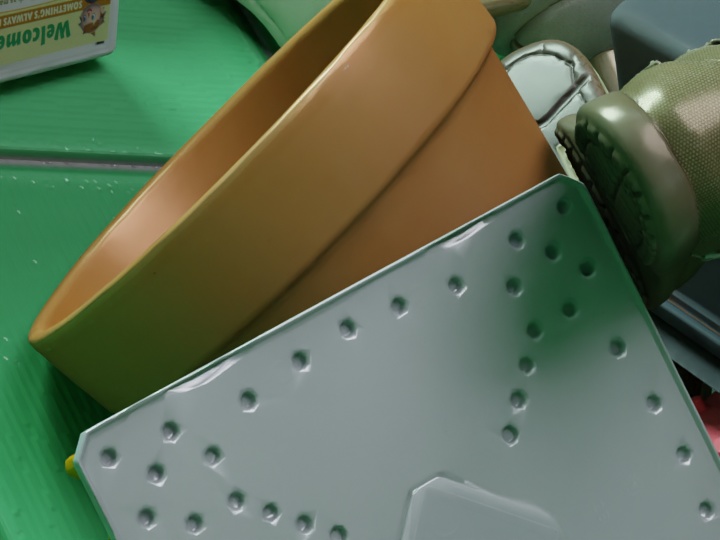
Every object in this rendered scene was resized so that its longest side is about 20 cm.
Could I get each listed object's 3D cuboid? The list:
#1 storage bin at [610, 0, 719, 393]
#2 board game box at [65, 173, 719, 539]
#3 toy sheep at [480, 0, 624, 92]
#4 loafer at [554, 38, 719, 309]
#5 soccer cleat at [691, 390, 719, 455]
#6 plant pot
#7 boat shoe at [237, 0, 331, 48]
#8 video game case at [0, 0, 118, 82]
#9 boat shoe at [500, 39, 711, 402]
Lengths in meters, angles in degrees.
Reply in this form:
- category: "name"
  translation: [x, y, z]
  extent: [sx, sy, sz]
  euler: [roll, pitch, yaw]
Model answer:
- category: "storage bin"
  translation: [0.183, -0.036, 1.059]
  extent: [0.145, 0.135, 0.200]
  euler: [-27, 35, -17]
- category: "board game box"
  translation: [0.031, 0.100, 0.918]
  extent: [0.199, 0.026, 0.201]
  euler: [-28, 93, -26]
- category: "toy sheep"
  translation: [0.079, -0.156, 1.309]
  extent: [0.137, 0.138, 0.201]
  euler: [-10, 75, -45]
- category: "loafer"
  translation: [0.110, -0.033, 0.960]
  extent: [0.200, 0.067, 0.076]
  euler: [-52, 116, -88]
- category: "soccer cleat"
  translation: [0.154, 0.101, 1.069]
  extent: [0.077, 0.066, 0.200]
  euler: [56, 17, -18]
- category: "plant pot"
  translation: [0.000, 0.000, 1.031]
  extent: [0.140, 0.200, 0.200]
  euler: [44, 32, -9]
- category: "boat shoe"
  translation: [-0.017, -0.131, 1.277]
  extent: [0.201, 0.072, 0.060]
  euler: [39, 39, 18]
- category: "video game case"
  translation: [-0.159, -0.155, 1.106]
  extent: [0.022, 0.183, 0.200]
  euler: [20, 25, 32]
- category: "boat shoe"
  translation: [0.109, -0.001, 1.215]
  extent: [0.076, 0.071, 0.201]
  euler: [50, 24, -56]
